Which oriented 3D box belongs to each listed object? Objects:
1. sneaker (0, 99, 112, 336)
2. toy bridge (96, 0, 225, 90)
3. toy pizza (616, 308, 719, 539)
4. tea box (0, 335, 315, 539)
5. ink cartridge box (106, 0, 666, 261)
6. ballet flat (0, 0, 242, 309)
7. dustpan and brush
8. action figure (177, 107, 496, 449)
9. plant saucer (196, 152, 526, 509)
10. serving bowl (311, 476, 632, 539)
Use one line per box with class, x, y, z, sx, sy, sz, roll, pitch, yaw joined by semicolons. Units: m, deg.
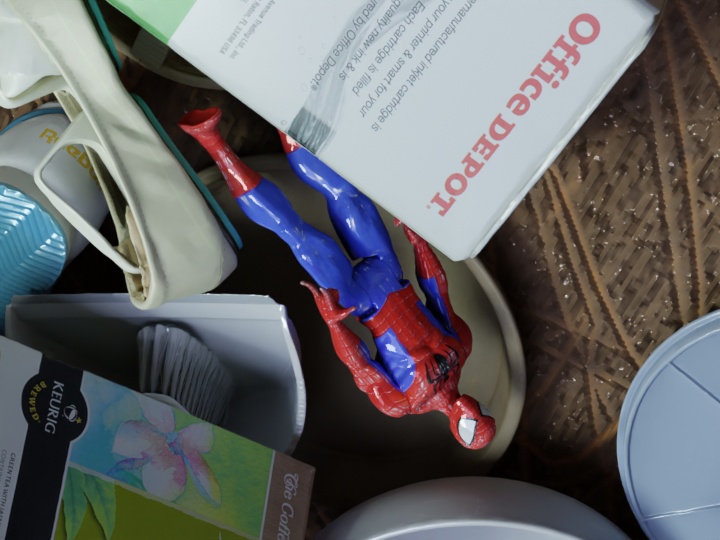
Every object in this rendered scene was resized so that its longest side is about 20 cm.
sneaker;-0.165;-0.020;1.407;0.076;0.081;0.200;43;149;-11
toy bridge;-0.082;-0.119;1.324;0.199;0.027;0.067;31;131;1
toy pizza;0.214;0.090;1.338;0.199;0.032;0.201;12;128;15
tea box;-0.157;0.144;1.362;0.196;0.134;0.200;23;147;-25
ink cartridge box;0.011;-0.124;1.227;0.200;0.083;0.147;38;118;-4
ballet flat;-0.123;-0.072;1.292;0.069;0.069;0.201;-25;100;36
dustpan and brush;-0.077;0.080;1.404;0.139;0.058;0.200;0;154;16
action figure;0.000;0.000;1.312;0.200;0.065;0.052;55;154;-18
plant saucer;-0.013;0.027;1.398;0.199;0.030;0.201;13;128;17
serving bowl;0.052;0.166;1.427;0.199;0.066;0.201;0;132;0
